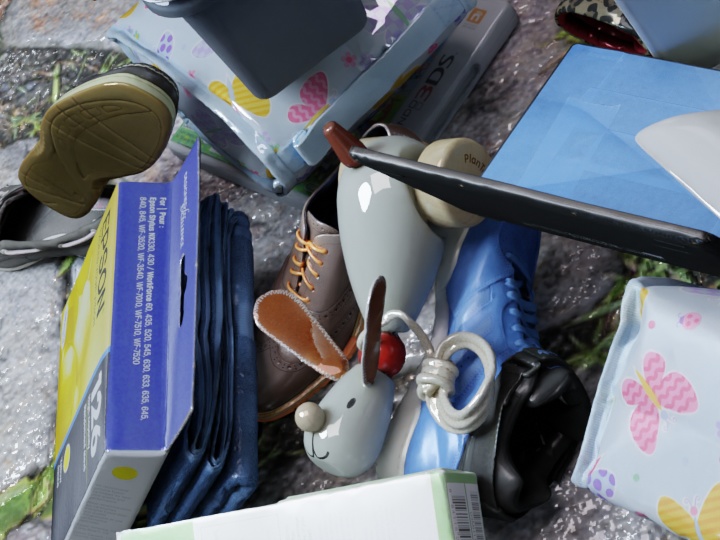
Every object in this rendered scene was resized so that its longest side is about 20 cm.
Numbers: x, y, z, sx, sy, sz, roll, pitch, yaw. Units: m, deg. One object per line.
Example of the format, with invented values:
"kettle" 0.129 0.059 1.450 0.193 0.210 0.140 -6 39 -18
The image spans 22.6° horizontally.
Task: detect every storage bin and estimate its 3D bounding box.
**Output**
"storage bin" -0.090 -0.192 1.027 0.145 0.134 0.200 -37 54 0

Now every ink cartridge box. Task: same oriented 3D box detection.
"ink cartridge box" -0.144 0.052 1.086 0.200 0.047 0.199 118 156 -48
"ink cartridge box" -0.027 0.192 0.947 0.199 0.048 0.147 -14 77 25

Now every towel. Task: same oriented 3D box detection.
"towel" -0.102 0.063 1.096 0.112 0.048 0.201 126 148 -46

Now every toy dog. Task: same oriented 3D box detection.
"toy dog" 0.000 0.000 0.979 0.131 0.096 0.201 -26 50 40

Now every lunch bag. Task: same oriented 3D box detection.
"lunch bag" 0.224 0.083 0.802 0.169 0.199 0.128 23 104 44
"lunch bag" -0.038 -0.143 1.143 0.170 0.127 0.200 -47 38 -7

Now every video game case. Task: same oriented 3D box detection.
"video game case" -0.015 -0.127 1.222 0.199 0.022 0.183 23 73 42

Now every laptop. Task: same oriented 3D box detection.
"laptop" 0.132 -0.069 0.884 0.186 0.200 0.117 15 88 31

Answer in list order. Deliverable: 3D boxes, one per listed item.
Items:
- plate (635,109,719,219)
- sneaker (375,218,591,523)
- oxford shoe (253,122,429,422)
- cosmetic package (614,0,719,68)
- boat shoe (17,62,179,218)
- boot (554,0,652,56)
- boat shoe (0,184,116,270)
"plate" 0.252 -0.025 0.782 0.200 0.198 0.033 51 135 44
"sneaker" 0.089 0.042 0.992 0.111 0.077 0.201 5 66 42
"oxford shoe" -0.026 -0.002 1.092 0.071 0.073 0.201 30 89 33
"cosmetic package" 0.211 -0.238 0.966 0.199 0.166 0.169 -25 67 17
"boat shoe" -0.163 -0.095 1.140 0.200 0.073 0.065 -26 34 57
"boot" 0.224 -0.189 1.082 0.203 0.073 0.155 22 79 37
"boat shoe" -0.222 -0.039 1.270 0.199 0.057 0.067 2 60 34
